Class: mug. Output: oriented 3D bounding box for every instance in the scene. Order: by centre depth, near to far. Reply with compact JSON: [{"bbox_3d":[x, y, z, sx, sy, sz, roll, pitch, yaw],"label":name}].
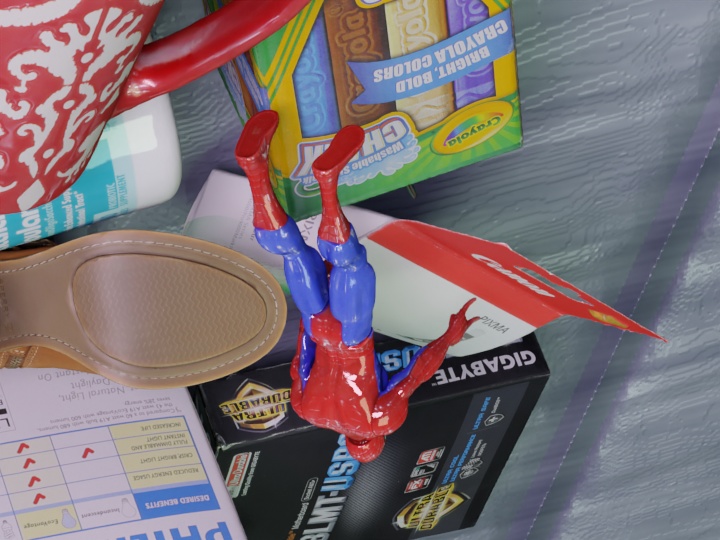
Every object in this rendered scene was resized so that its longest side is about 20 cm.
[{"bbox_3d":[-0.117,-0.112,1.032,0.177,0.134,0.200,30,137,1],"label":"mug"}]

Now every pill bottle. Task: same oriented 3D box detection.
[{"bbox_3d":[-0.190,-0.059,1.182,0.200,0.111,0.111,-17,140,-11],"label":"pill bottle"}]

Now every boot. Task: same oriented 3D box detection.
[{"bbox_3d":[-0.137,0.011,1.254,0.199,0.155,0.074,0,95,-3],"label":"boot"}]

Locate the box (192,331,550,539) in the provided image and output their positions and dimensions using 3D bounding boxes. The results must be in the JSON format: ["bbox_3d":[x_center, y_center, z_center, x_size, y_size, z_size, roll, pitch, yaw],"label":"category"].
[{"bbox_3d":[-0.010,0.107,1.486,0.198,0.050,0.200,-12,152,-20],"label":"box"}]

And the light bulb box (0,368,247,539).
[{"bbox_3d":[-0.181,0.123,1.320,0.198,0.200,0.125,-9,138,-19],"label":"light bulb box"}]

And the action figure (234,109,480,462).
[{"bbox_3d":[0.000,0.000,1.188,0.099,0.065,0.200,-55,148,-40],"label":"action figure"}]

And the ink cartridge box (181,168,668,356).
[{"bbox_3d":[0.032,0.010,1.316,0.161,0.200,0.050,27,84,-49],"label":"ink cartridge box"}]

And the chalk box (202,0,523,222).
[{"bbox_3d":[-0.004,-0.115,1.210,0.124,0.125,0.200,-18,139,-9],"label":"chalk box"}]
